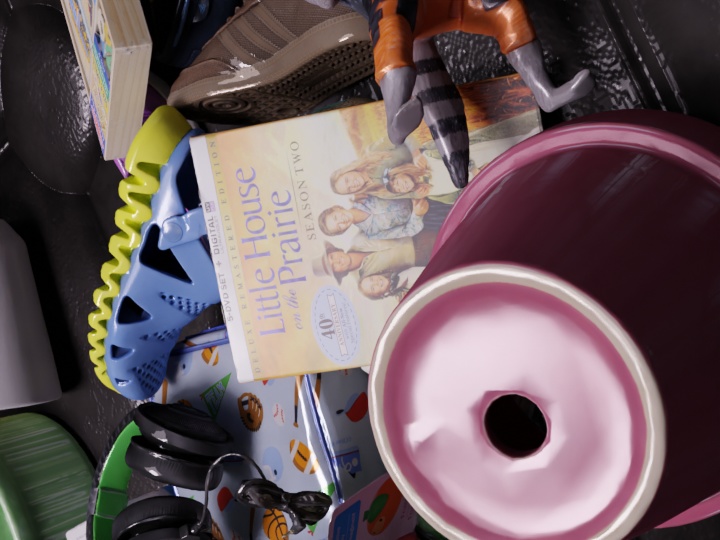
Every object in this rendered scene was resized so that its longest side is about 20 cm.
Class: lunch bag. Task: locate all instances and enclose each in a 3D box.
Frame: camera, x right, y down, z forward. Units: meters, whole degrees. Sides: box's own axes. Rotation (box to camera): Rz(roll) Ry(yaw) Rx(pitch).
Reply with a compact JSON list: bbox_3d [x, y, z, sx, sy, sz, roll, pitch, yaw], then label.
[{"bbox_3d":[-0.058,0.102,0.902,0.200,0.075,0.161,-15,89,48],"label":"lunch bag"}]

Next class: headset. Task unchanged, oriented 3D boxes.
[{"bbox_3d":[-0.106,0.145,0.856,0.200,0.094,0.124,-18,61,53],"label":"headset"}]

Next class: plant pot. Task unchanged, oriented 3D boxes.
[{"bbox_3d":[0.100,0.037,0.608,0.199,0.179,0.201,8,107,27],"label":"plant pot"}]

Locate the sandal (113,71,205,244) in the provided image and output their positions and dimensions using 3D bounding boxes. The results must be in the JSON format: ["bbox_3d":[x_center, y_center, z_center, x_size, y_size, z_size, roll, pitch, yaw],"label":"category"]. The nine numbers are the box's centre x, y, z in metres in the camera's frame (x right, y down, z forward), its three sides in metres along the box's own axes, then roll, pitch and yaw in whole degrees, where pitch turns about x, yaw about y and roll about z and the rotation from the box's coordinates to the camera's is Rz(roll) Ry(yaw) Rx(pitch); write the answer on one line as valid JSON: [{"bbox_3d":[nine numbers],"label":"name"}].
[{"bbox_3d":[-0.139,-0.067,0.948,0.203,0.050,0.083,54,134,20],"label":"sandal"}]

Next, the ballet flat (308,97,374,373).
[{"bbox_3d":[0.000,0.000,0.806,0.068,0.075,0.201,-178,74,-73],"label":"ballet flat"}]

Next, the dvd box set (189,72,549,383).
[{"bbox_3d":[0.013,-0.022,0.753,0.199,0.029,0.147,-8,97,17],"label":"dvd box set"}]

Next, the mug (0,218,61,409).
[{"bbox_3d":[-0.343,0.038,1.131,0.186,0.149,0.154,-5,91,40],"label":"mug"}]

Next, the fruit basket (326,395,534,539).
[{"bbox_3d":[0.036,0.167,0.734,0.093,0.200,0.186,21,117,24],"label":"fruit basket"}]

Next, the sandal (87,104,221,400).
[{"bbox_3d":[-0.117,0.000,0.869,0.087,0.080,0.201,20,117,6],"label":"sandal"}]

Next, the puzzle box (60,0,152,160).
[{"bbox_3d":[-0.180,-0.192,0.907,0.133,0.025,0.201,114,141,-61],"label":"puzzle box"}]

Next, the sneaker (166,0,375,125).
[{"bbox_3d":[-0.046,-0.144,0.831,0.200,0.070,0.076,-13,74,44],"label":"sneaker"}]

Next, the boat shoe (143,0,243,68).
[{"bbox_3d":[-0.113,-0.229,0.857,0.084,0.069,0.201,-2,100,46],"label":"boat shoe"}]

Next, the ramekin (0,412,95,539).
[{"bbox_3d":[-0.299,0.220,1.169,0.200,0.098,0.201,16,114,42],"label":"ramekin"}]

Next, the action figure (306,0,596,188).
[{"bbox_3d":[-0.004,-0.135,0.690,0.194,0.199,0.105,58,158,29],"label":"action figure"}]

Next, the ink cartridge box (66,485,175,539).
[{"bbox_3d":[-0.114,0.254,0.976,0.067,0.116,0.201,-33,79,45],"label":"ink cartridge box"}]
